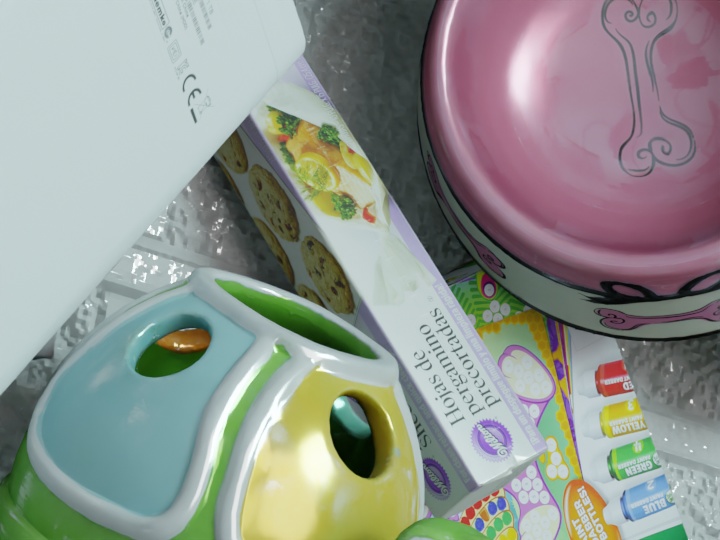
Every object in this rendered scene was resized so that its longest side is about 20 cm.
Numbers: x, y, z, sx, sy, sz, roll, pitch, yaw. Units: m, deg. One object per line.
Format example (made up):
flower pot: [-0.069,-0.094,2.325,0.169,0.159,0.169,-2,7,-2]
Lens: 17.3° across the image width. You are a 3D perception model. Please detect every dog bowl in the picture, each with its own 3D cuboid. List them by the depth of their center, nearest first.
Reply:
dog bowl: [0.114,-0.075,0.937,0.074,0.199,0.201,32,57,-76]

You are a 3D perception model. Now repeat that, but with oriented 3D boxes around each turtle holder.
turtle holder: [-0.043,0.080,0.806,0.141,0.186,0.132,22,98,-20]

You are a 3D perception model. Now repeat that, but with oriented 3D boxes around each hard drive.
hard drive: [-0.098,-0.062,0.811,0.200,0.027,0.132,-51,144,-29]

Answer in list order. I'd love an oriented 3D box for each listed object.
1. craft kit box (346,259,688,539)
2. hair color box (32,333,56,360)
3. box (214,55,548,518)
craft kit box: [0.041,0.107,0.980,0.197,0.048,0.201,-25,97,-31]
hair color box: [-0.201,-0.033,0.826,0.200,0.061,0.099,14,76,-31]
box: [0.000,0.000,0.927,0.039,0.041,0.200,-24,77,-33]
